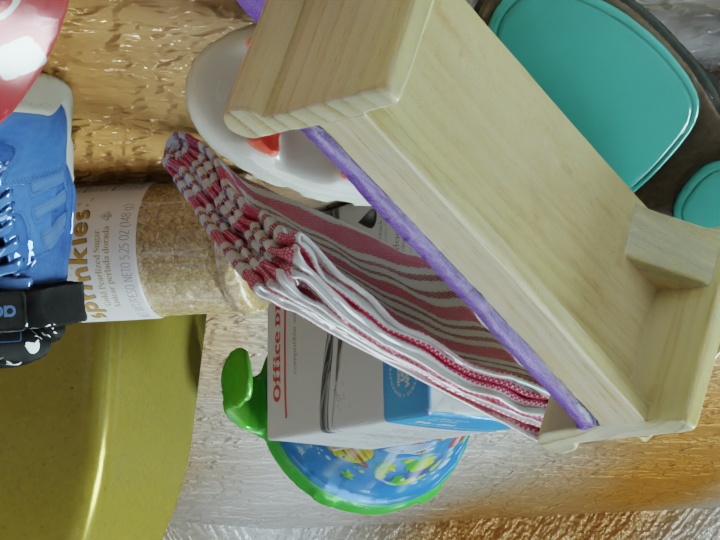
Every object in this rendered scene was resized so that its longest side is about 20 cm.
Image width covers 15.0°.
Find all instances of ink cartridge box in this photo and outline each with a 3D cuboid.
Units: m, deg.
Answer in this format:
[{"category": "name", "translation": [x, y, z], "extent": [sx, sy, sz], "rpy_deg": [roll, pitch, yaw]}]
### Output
[{"category": "ink cartridge box", "translation": [0.008, 0.029, 1.392], "extent": [0.066, 0.117, 0.200], "rpy_deg": [5, 169, -31]}]

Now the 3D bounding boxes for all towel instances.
[{"category": "towel", "translation": [0.000, 0.000, 1.141], "extent": [0.146, 0.030, 0.200], "rpy_deg": [29, -172, -22]}]

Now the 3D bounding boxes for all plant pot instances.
[{"category": "plant pot", "translation": [-0.200, 0.093, 1.539], "extent": [0.193, 0.201, 0.195], "rpy_deg": [-2, 172, 11]}]

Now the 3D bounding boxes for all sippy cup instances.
[{"category": "sippy cup", "translation": [0.018, 0.063, 1.610], "extent": [0.178, 0.140, 0.130], "rpy_deg": [-38, 175, -24]}]

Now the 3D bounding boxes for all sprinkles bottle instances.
[{"category": "sprinkles bottle", "translation": [-0.141, -0.008, 1.319], "extent": [0.199, 0.069, 0.068], "rpy_deg": [-3, 170, 18]}]

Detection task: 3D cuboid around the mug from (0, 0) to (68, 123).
[{"category": "mug", "translation": [-0.154, -0.088, 0.630], "extent": [0.177, 0.134, 0.200], "rpy_deg": [-4, 174, 36]}]

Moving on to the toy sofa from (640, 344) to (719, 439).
[{"category": "toy sofa", "translation": [0.111, -0.006, 1.139], "extent": [0.083, 0.098, 0.200], "rpy_deg": [39, -174, -3]}]

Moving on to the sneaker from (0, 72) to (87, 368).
[{"category": "sneaker", "translation": [-0.155, -0.016, 1.130], "extent": [0.076, 0.112, 0.200], "rpy_deg": [1, 171, -2]}]

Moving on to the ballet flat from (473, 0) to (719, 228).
[{"category": "ballet flat", "translation": [0.108, -0.046, 0.984], "extent": [0.200, 0.068, 0.068], "rpy_deg": [40, -165, -25]}]

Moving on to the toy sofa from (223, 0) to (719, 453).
[{"category": "toy sofa", "translation": [0.034, -0.026, 0.905], "extent": [0.097, 0.083, 0.200], "rpy_deg": [-9, 140, 37]}]

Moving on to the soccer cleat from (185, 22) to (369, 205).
[{"category": "soccer cleat", "translation": [0.024, -0.056, 1.027], "extent": [0.199, 0.070, 0.078], "rpy_deg": [1, 175, -23]}]
